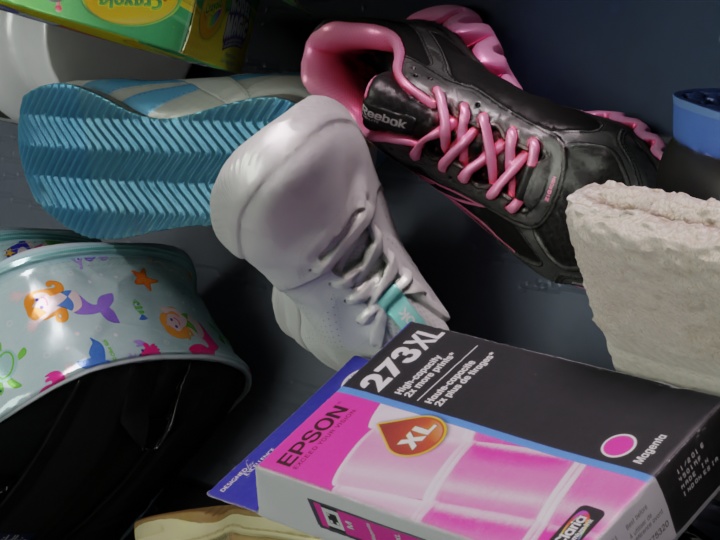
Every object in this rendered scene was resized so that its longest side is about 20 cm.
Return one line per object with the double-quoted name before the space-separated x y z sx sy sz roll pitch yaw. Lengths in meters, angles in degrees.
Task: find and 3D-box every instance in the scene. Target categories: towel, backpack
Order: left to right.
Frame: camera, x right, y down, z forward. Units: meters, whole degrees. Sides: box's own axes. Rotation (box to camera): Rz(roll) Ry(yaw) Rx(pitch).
"backpack" -0.161 0.062 0.976 0.200 0.177 0.151 -41 63 35
"towel" 0.163 0.038 0.649 0.200 0.034 0.133 15 138 42

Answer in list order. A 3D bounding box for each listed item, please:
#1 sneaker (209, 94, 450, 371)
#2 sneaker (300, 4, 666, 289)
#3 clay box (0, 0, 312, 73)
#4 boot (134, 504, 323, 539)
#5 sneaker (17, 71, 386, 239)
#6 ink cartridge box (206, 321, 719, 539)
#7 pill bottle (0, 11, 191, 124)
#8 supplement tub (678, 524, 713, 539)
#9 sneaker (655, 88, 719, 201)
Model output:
"sneaker" 0.000 0.000 0.814 0.075 0.200 0.088 -42 67 -8
"sneaker" 0.046 -0.053 0.807 0.200 0.095 0.079 39 113 42
"clay box" -0.129 -0.133 0.893 0.200 0.115 0.048 18 94 9
"boot" -0.038 0.185 0.901 0.200 0.073 0.156 -13 77 50
"sneaker" -0.079 -0.057 0.931 0.200 0.081 0.077 6 106 33
"ink cartridge box" 0.033 0.067 0.718 0.200 0.095 0.037 10 133 46
"pill bottle" -0.183 -0.137 1.061 0.200 0.116 0.116 14 98 48
"supplement tub" 0.099 0.151 0.708 0.200 0.122 0.123 36 114 44
"sneaker" 0.182 -0.004 0.673 0.200 0.070 0.078 28 120 48
